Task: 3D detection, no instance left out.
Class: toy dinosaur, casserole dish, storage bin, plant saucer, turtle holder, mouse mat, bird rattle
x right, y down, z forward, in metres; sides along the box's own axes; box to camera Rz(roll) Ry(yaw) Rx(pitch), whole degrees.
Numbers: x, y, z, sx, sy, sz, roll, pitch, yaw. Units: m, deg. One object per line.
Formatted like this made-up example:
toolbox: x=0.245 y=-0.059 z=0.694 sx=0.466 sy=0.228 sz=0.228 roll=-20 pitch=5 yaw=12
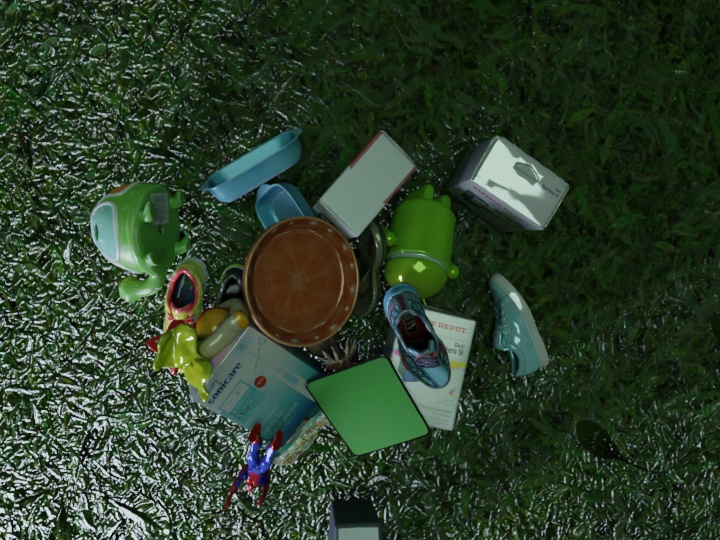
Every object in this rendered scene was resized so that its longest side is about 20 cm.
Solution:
toy dinosaur: x=-0.077 y=0.113 z=0.933 sx=0.198 sy=0.136 sz=0.087 roll=31 pitch=101 yaw=-26
casserole dish: x=-0.109 y=-0.067 z=0.953 sx=0.039 sy=0.120 sz=0.202 roll=-34 pitch=94 yaw=-40
storage bin: x=-0.019 y=0.487 z=0.941 sx=0.142 sy=0.200 sz=0.138 roll=0 pitch=81 yaw=-5
plant saucer: x=-0.093 y=0.017 z=0.863 sx=0.196 sy=0.032 sz=0.206 roll=-1 pitch=91 yaw=-31
casserole dish: x=-0.178 y=-0.177 z=0.930 sx=0.198 sy=0.121 sz=0.039 roll=-32 pitch=117 yaw=-3
turtle holder: x=-0.373 y=-0.056 z=0.921 sx=0.128 sy=0.142 sz=0.189 roll=4 pitch=130 yaw=12
mouse mat: x=0.015 y=0.238 z=0.932 sx=0.158 sy=0.008 sz=0.202 roll=-21 pitch=119 yaw=16
bird rattle: x=-0.237 y=0.109 z=0.836 sx=0.162 sy=0.200 sz=0.114 roll=-39 pitch=102 yaw=-10

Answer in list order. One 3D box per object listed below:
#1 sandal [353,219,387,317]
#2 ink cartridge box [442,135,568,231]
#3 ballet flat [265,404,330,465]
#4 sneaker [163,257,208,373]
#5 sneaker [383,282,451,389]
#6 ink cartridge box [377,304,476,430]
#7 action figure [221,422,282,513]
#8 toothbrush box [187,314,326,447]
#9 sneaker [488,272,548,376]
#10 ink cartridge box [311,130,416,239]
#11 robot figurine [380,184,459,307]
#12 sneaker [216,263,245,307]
sandal: x=0.000 y=-0.001 z=0.938 sx=0.056 sy=0.080 sz=0.204 roll=-17 pitch=138 yaw=-24
ink cartridge box: x=0.237 y=-0.140 z=0.926 sx=0.144 sy=0.200 sz=0.089 roll=32 pitch=89 yaw=-6
ballet flat: x=-0.090 y=0.275 z=0.990 sx=0.200 sy=0.076 sz=0.064 roll=-45 pitch=126 yaw=2
sneaker: x=-0.310 y=0.080 z=0.941 sx=0.076 sy=0.090 sz=0.205 roll=2 pitch=93 yaw=-7
sneaker: x=0.093 y=0.125 z=0.880 sx=0.078 sy=0.096 sz=0.202 roll=-27 pitch=112 yaw=6
ink cartridge box: x=0.114 y=0.168 z=0.988 sx=0.142 sy=0.087 sz=0.205 roll=13 pitch=90 yaw=-5
action figure: x=-0.182 y=0.351 z=0.916 sx=0.064 sy=0.202 sz=0.100 roll=19 pitch=47 yaw=-1
toothbrush box: x=-0.170 y=0.183 z=0.923 sx=0.199 sy=0.085 sz=0.147 roll=41 pitch=87 yaw=-32
sneaker: x=0.276 y=0.106 z=1.009 sx=0.081 sy=0.074 sz=0.203 roll=-28 pitch=93 yaw=-7
ink cartridge box: x=-0.003 y=-0.132 z=0.907 sx=0.083 sy=0.200 sz=0.146 roll=41 pitch=84 yaw=-8
robot figurine: x=0.104 y=-0.043 z=0.950 sx=0.173 sy=0.115 sz=0.205 roll=24 pitch=66 yaw=-32
sneaker: x=-0.227 y=0.092 z=0.952 sx=0.072 sy=0.085 sz=0.205 roll=-3 pitch=92 yaw=-5
